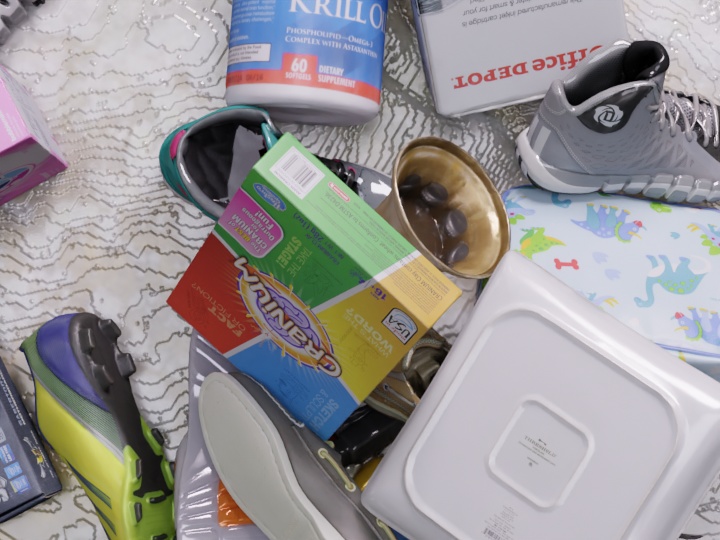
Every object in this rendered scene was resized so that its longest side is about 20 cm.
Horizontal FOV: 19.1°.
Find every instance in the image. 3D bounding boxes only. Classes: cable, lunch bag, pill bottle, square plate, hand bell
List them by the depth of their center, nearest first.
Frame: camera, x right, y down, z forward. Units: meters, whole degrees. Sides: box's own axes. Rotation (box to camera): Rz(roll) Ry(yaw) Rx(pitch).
[{"bbox_3d":[0.119,0.119,1.369,0.199,0.028,0.199,34,96,25],"label":"square plate"},{"bbox_3d":[0.179,0.024,1.477,0.198,0.161,0.083,8,131,-2],"label":"lunch bag"},{"bbox_3d":[0.000,0.000,1.483,0.200,0.104,0.105,-34,86,40],"label":"hand bell"},{"bbox_3d":[-0.034,-0.209,1.512,0.111,0.112,0.202,4,86,1],"label":"pill bottle"},{"bbox_3d":[0.035,0.101,1.538,0.199,0.051,0.097,-30,49,-16],"label":"cable"}]

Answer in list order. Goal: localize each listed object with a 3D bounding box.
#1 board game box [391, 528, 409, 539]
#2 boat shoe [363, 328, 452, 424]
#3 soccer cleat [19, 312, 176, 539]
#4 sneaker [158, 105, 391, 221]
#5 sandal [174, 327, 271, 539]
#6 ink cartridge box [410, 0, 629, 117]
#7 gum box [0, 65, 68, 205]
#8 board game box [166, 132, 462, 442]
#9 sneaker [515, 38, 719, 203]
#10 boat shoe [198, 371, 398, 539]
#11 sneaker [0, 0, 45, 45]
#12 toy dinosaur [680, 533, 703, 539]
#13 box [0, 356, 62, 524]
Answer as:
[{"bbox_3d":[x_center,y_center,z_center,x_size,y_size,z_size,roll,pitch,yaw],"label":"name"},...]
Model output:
[{"bbox_3d":[-0.048,0.240,1.511,0.157,0.039,0.201,19,64,21],"label":"board game box"},{"bbox_3d":[0.045,0.069,1.475,0.072,0.076,0.200,-40,53,-17],"label":"boat shoe"},{"bbox_3d":[-0.187,0.129,1.534,0.083,0.065,0.202,-17,91,30],"label":"soccer cleat"},{"bbox_3d":[-0.049,-0.061,1.501,0.198,0.121,0.084,15,87,1],"label":"sneaker"},{"bbox_3d":[-0.093,0.128,1.529,0.078,0.059,0.208,6,66,-12],"label":"sandal"},{"bbox_3d":[0.100,-0.224,1.487,0.145,0.083,0.201,-11,115,-1],"label":"ink cartridge box"},{"bbox_3d":[-0.275,-0.082,1.465,0.113,0.200,0.066,-29,87,-2],"label":"gum box"},{"bbox_3d":[-0.036,0.017,1.422,0.153,0.200,0.040,42,56,3],"label":"board game box"},{"bbox_3d":[0.213,-0.108,1.478,0.198,0.116,0.075,-4,50,-19],"label":"sneaker"},{"bbox_3d":[-0.038,0.150,1.464,0.060,0.072,0.202,-20,66,-42],"label":"boat shoe"},{"bbox_3d":[-0.294,-0.185,1.541,0.090,0.066,0.200,38,85,5],"label":"sneaker"},{"bbox_3d":[0.166,0.165,1.469,0.104,0.182,0.201,-19,74,-20],"label":"toy dinosaur"},{"bbox_3d":[-0.325,0.103,1.524,0.157,0.051,0.201,-26,86,8],"label":"box"}]
